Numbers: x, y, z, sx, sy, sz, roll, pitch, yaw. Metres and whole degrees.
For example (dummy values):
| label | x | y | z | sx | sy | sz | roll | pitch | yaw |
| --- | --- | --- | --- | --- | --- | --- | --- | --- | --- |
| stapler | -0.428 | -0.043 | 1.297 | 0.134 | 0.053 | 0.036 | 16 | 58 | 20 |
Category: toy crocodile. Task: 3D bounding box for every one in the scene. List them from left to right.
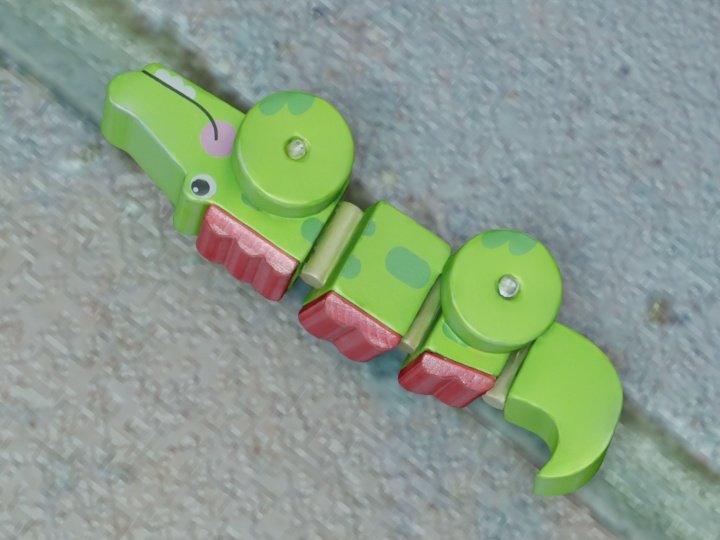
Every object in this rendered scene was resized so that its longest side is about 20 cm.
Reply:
| label | x | y | z | sx | sy | sz | roll | pitch | yaw |
| --- | --- | --- | --- | --- | --- | --- | --- | --- | --- |
| toy crocodile | 0.000 | 0.000 | 0.826 | 0.199 | 0.068 | 0.062 | 33 | 71 | -3 |
